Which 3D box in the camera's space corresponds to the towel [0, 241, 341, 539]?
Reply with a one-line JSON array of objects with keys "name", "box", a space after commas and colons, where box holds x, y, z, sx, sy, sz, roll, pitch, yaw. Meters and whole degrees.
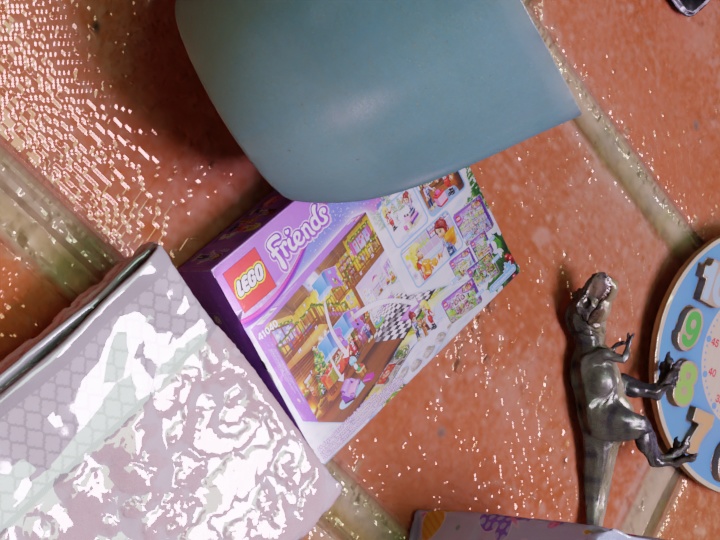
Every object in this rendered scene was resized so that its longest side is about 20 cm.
[{"name": "towel", "box": [-0.124, 0.117, 0.752, 0.200, 0.032, 0.192, -43, 115, -21]}]

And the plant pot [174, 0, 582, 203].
[{"name": "plant pot", "box": [-0.001, -0.131, 0.770, 0.160, 0.201, 0.202, -29, 113, 10]}]

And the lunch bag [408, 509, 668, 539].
[{"name": "lunch bag", "box": [0.107, 0.253, 0.867, 0.126, 0.169, 0.203, 17, 75, -35]}]

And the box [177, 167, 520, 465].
[{"name": "box", "box": [0.000, 0.000, 0.868, 0.200, 0.039, 0.138, -41, 115, -32]}]

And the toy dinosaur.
[{"name": "toy dinosaur", "box": [0.184, 0.101, 1.010, 0.087, 0.047, 0.203, -3, 92, -16]}]

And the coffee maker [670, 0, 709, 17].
[{"name": "coffee maker", "box": [0.274, -0.273, 0.996, 0.191, 0.199, 0.136, 19, 76, -37]}]

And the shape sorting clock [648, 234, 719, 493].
[{"name": "shape sorting clock", "box": [0.295, 0.069, 1.095, 0.198, 0.039, 0.203, 1, 88, -32]}]
